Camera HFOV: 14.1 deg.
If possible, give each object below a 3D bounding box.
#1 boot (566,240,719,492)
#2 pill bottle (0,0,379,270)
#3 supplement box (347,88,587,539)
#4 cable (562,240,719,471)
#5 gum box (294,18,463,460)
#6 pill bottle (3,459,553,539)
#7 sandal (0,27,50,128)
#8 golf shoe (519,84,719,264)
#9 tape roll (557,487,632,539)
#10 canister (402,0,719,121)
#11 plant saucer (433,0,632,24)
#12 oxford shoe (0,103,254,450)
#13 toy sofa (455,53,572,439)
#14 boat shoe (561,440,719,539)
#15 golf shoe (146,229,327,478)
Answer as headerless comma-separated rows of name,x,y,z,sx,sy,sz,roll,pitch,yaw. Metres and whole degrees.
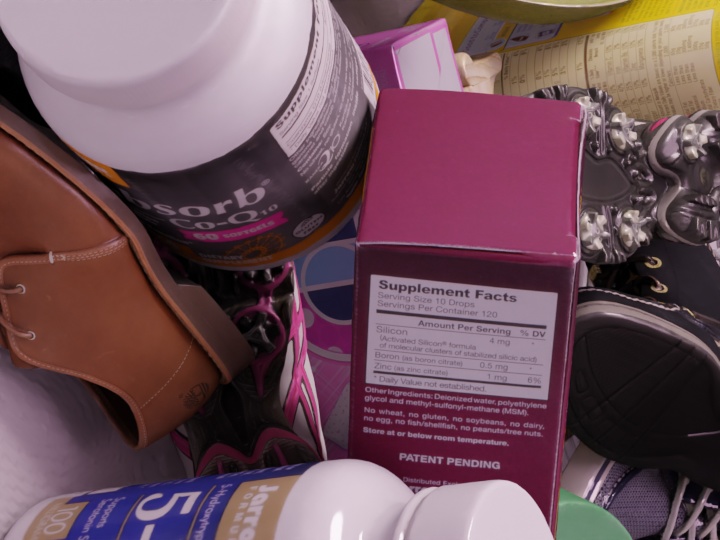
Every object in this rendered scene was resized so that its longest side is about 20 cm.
boot,0.131,0.020,1.408,0.203,0.073,0.154,26,29,-44
pill bottle,-0.065,-0.080,1.110,0.200,0.116,0.117,51,37,-69
supplement box,0.041,0.042,1.162,0.111,0.085,0.201,-81,174,-54
cable,0.154,0.051,1.636,0.200,0.069,0.201,11,73,-61
gum box,0.000,0.000,1.294,0.066,0.113,0.201,-32,111,-62
pill bottle,-0.030,0.134,1.098,0.120,0.199,0.120,31,55,-57
sandal,-0.153,-0.108,1.121,0.200,0.043,0.076,53,44,-59
golf shoe,0.096,-0.038,1.320,0.200,0.088,0.078,4,83,-54
tape roll,0.050,0.190,1.310,0.200,0.048,0.201,-26,127,-41
canister,0.121,-0.101,1.469,0.087,0.199,0.149,68,30,-22
plant saucer,0.056,-0.179,1.431,0.200,0.199,0.031,-54,170,-54
oxford shoe,-0.121,-0.004,1.119,0.071,0.071,0.200,-47,122,-11
toy sofa,0.035,0.002,1.378,0.098,0.082,0.201,-33,112,-68
boat shoe,0.161,0.114,1.450,0.200,0.092,0.075,-21,136,-64
golf shoe,-0.056,0.046,1.240,0.092,0.072,0.201,135,-56,-87
